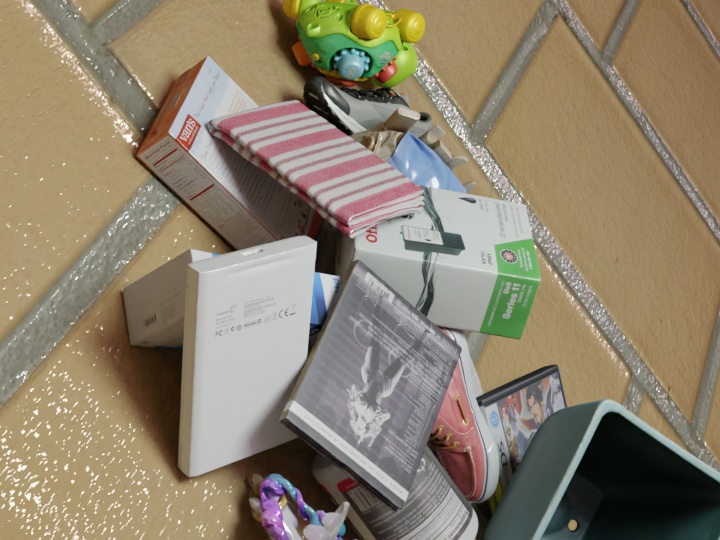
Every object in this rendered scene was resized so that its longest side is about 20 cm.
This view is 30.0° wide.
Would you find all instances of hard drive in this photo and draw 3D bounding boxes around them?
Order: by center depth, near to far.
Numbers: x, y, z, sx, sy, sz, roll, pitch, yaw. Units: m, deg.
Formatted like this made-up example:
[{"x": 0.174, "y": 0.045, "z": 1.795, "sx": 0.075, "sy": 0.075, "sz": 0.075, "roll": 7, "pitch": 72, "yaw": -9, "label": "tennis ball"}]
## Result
[{"x": -0.102, "y": 0.076, "z": 1.210, "sx": 0.131, "sy": 0.027, "sz": 0.202, "roll": -16, "pitch": 121, "yaw": -40, "label": "hard drive"}]

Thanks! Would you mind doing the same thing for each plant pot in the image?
[{"x": 0.240, "y": 0.264, "z": 1.421, "sx": 0.195, "sy": 0.200, "sz": 0.197, "roll": 33, "pitch": 77, "yaw": -15, "label": "plant pot"}]

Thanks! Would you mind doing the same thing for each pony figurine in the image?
[{"x": -0.051, "y": 0.281, "z": 1.192, "sx": 0.201, "sy": 0.166, "sz": 0.193, "roll": 58, "pitch": 4, "yaw": -1, "label": "pony figurine"}]

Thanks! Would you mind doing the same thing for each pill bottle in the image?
[{"x": 0.049, "y": 0.242, "z": 1.344, "sx": 0.201, "sy": 0.110, "sz": 0.111, "roll": 54, "pitch": 37, "yaw": -11, "label": "pill bottle"}]

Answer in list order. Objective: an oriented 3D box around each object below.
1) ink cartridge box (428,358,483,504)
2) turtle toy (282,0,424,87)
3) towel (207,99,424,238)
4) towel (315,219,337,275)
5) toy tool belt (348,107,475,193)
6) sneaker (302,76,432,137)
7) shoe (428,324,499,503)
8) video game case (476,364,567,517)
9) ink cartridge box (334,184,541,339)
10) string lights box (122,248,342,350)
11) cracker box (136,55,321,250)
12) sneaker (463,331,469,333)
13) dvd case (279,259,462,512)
[{"x": 0.084, "y": 0.174, "z": 1.490, "sx": 0.200, "sy": 0.043, "sz": 0.175, "roll": -46, "pitch": 119, "yaw": -53, "label": "ink cartridge box"}, {"x": 0.000, "y": -0.271, "z": 1.603, "sx": 0.199, "sy": 0.145, "sz": 0.102, "roll": -5, "pitch": 112, "yaw": -51, "label": "turtle toy"}, {"x": -0.044, "y": -0.105, "z": 1.356, "sx": 0.199, "sy": 0.030, "sz": 0.146, "roll": 37, "pitch": 30, "yaw": 21, "label": "towel"}, {"x": 0.000, "y": 0.000, "z": 1.505, "sx": 0.132, "sy": 0.034, "sz": 0.201, "roll": 44, "pitch": 41, "yaw": -22, "label": "towel"}, {"x": 0.070, "y": -0.098, "z": 1.517, "sx": 0.200, "sy": 0.122, "sz": 0.126, "roll": 38, "pitch": 36, "yaw": -32, "label": "toy tool belt"}, {"x": 0.009, "y": -0.188, "z": 1.577, "sx": 0.199, "sy": 0.080, "sz": 0.074, "roll": 25, "pitch": 7, "yaw": -46, "label": "sneaker"}, {"x": 0.079, "y": 0.159, "z": 1.395, "sx": 0.091, "sy": 0.071, "sz": 0.202, "roll": -23, "pitch": 104, "yaw": -42, "label": "shoe"}, {"x": 0.202, "y": 0.220, "z": 1.586, "sx": 0.199, "sy": 0.025, "sz": 0.183, "roll": -15, "pitch": 92, "yaw": -55, "label": "video game case"}, {"x": 0.077, "y": -0.016, "z": 1.411, "sx": 0.198, "sy": 0.084, "sz": 0.147, "roll": 9, "pitch": 36, "yaw": -8, "label": "ink cartridge box"}, {"x": -0.115, "y": 0.038, "z": 1.279, "sx": 0.199, "sy": 0.102, "sz": 0.060, "roll": 11, "pitch": 61, "yaw": -48, "label": "string lights box"}, {"x": -0.126, "y": -0.105, "z": 1.395, "sx": 0.200, "sy": 0.057, "sz": 0.135, "roll": 45, "pitch": 39, "yaw": -24, "label": "cracker box"}, {"x": 0.090, "y": 0.040, "z": 1.467, "sx": 0.200, "sy": 0.104, "sz": 0.076, "roll": -35, "pitch": 130, "yaw": -59, "label": "sneaker"}, {"x": 0.015, "y": 0.108, "z": 1.286, "sx": 0.148, "sy": 0.016, "sz": 0.201, "roll": 40, "pitch": 49, "yaw": -19, "label": "dvd case"}]
